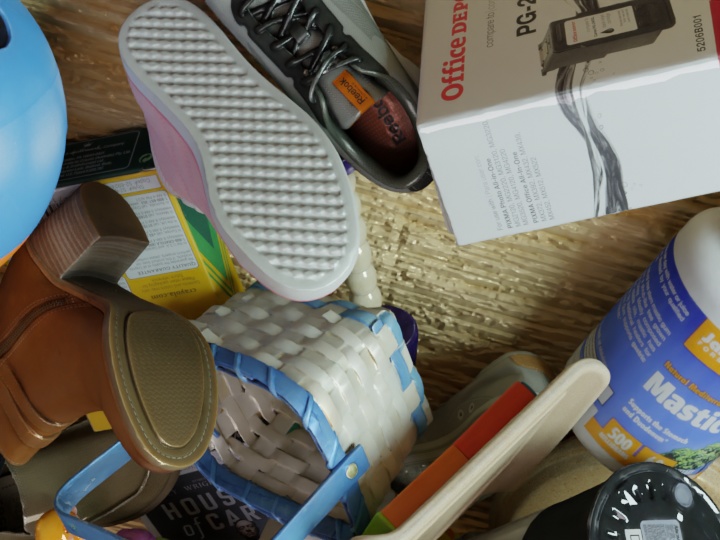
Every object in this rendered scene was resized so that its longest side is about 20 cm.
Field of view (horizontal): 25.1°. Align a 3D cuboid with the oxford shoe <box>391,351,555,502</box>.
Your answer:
[{"bbox_3d":[0.074,0.112,1.100,0.075,0.058,0.200,21,144,-20],"label":"oxford shoe"}]

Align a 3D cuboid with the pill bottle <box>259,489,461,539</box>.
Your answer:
[{"bbox_3d":[0.029,0.222,1.124,0.199,0.110,0.109,35,126,-11],"label":"pill bottle"}]

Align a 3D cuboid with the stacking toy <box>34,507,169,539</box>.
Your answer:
[{"bbox_3d":[-0.150,0.221,1.119,0.109,0.117,0.200,-15,137,43],"label":"stacking toy"}]

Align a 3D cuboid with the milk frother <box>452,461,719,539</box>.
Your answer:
[{"bbox_3d":[0.093,0.213,0.973,0.199,0.182,0.188,22,148,-24],"label":"milk frother"}]

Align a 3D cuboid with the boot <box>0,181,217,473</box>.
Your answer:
[{"bbox_3d":[-0.168,0.067,0.931,0.076,0.201,0.155,8,133,-48],"label":"boot"}]

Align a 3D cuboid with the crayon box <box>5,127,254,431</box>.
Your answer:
[{"bbox_3d":[-0.147,0.009,1.035,0.125,0.052,0.201,-9,128,13],"label":"crayon box"}]

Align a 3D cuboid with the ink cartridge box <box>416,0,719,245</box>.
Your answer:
[{"bbox_3d":[0.133,-0.106,0.847,0.199,0.146,0.084,-11,129,15],"label":"ink cartridge box"}]

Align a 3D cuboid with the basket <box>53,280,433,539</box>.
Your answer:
[{"bbox_3d":[-0.064,0.104,0.950,0.176,0.200,0.140,18,136,46],"label":"basket"}]

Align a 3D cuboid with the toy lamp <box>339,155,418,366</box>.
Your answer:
[{"bbox_3d":[0.000,0.000,1.009,0.058,0.058,0.201,-5,130,10],"label":"toy lamp"}]

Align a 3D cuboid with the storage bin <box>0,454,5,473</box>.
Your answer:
[{"bbox_3d":[-0.301,0.058,1.037,0.093,0.136,0.201,-6,129,11],"label":"storage bin"}]

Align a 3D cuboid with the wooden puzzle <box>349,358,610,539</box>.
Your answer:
[{"bbox_3d":[0.045,0.139,0.966,0.037,0.199,0.185,48,148,14],"label":"wooden puzzle"}]

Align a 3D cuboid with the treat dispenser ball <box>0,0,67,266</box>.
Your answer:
[{"bbox_3d":[-0.259,-0.079,0.874,0.199,0.202,0.202,3,130,4],"label":"treat dispenser ball"}]

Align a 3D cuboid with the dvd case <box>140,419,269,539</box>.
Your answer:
[{"bbox_3d":[-0.073,0.195,1.203,0.149,0.025,0.201,-16,127,18],"label":"dvd case"}]

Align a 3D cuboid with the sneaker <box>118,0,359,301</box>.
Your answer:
[{"bbox_3d":[-0.062,-0.052,0.893,0.075,0.201,0.105,-31,156,-12],"label":"sneaker"}]

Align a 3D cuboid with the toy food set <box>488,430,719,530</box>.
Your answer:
[{"bbox_3d":[0.185,0.174,1.142,0.197,0.049,0.201,16,130,-7],"label":"toy food set"}]

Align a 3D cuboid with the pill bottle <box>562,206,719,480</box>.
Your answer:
[{"bbox_3d":[0.217,0.034,0.978,0.111,0.112,0.200,24,129,-14],"label":"pill bottle"}]

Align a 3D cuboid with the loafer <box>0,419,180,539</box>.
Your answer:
[{"bbox_3d":[-0.210,0.153,1.137,0.199,0.076,0.067,-29,164,27],"label":"loafer"}]

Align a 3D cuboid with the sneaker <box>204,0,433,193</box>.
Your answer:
[{"bbox_3d":[-0.020,-0.123,0.874,0.074,0.079,0.200,-40,104,11],"label":"sneaker"}]
